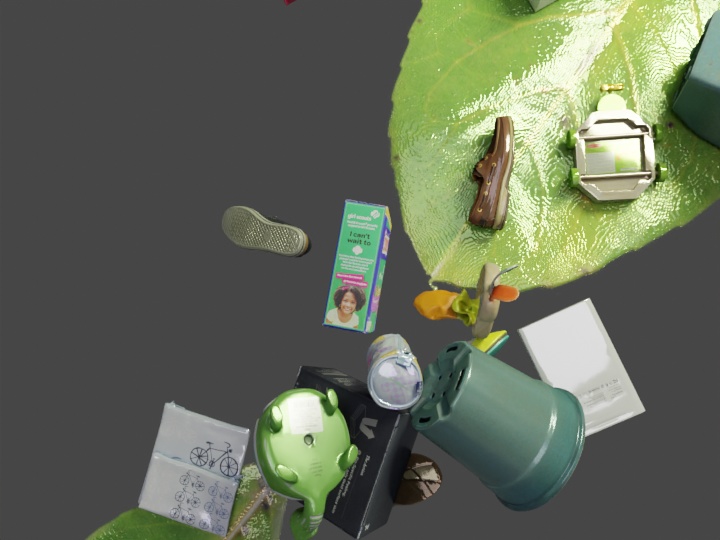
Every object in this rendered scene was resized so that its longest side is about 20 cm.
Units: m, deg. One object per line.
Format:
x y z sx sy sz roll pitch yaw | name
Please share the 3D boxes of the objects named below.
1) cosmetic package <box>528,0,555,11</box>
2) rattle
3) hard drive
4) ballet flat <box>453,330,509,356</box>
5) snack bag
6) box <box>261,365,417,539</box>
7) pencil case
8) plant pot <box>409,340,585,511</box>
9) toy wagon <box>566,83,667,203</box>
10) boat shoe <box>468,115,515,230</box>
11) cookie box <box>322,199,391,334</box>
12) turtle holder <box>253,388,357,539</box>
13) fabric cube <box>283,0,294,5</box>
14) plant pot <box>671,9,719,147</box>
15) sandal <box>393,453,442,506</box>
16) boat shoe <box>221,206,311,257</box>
0.380 -0.569 0.954 0.198 0.085 0.109 -26 80 6 | cosmetic package
0.166 0.033 0.867 0.142 0.200 0.131 26 89 10 | rattle
0.369 0.166 0.911 0.131 0.027 0.202 -25 82 6 | hard drive
0.168 0.167 0.926 0.067 0.067 0.201 40 92 24 | ballet flat
-0.305 0.365 0.999 0.186 0.021 0.202 15 87 11 | snack bag
-0.028 0.287 0.889 0.198 0.117 0.199 19 88 29 | box
0.051 0.157 0.874 0.082 0.200 0.092 5 90 0 | pencil case
0.193 0.219 0.815 0.195 0.200 0.201 34 90 -12 | plant pot
0.438 -0.220 0.933 0.153 0.040 0.203 -2 83 8 | toy wagon
0.229 -0.174 0.944 0.067 0.072 0.203 7 88 8 | boat shoe
0.000 0.000 0.913 0.074 0.171 0.203 9 86 7 | cookie box
-0.082 0.271 0.787 0.140 0.132 0.186 -31 82 -38 | turtle holder
-0.107 -0.658 0.983 0.198 0.200 0.198 -23 82 8 | fabric cube
0.618 -0.302 0.843 0.198 0.196 0.198 21 88 20 | plant pot
0.052 0.374 0.929 0.199 0.054 0.081 -35 67 19 | sandal
-0.176 -0.068 1.004 0.198 0.062 0.075 18 92 25 | boat shoe
